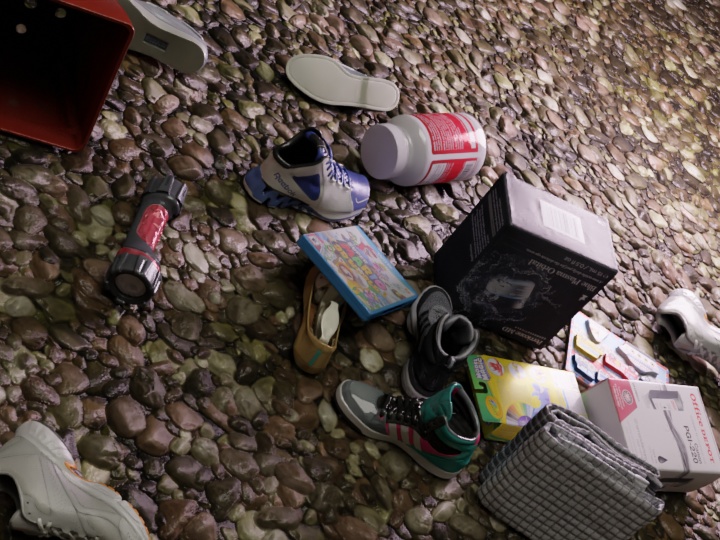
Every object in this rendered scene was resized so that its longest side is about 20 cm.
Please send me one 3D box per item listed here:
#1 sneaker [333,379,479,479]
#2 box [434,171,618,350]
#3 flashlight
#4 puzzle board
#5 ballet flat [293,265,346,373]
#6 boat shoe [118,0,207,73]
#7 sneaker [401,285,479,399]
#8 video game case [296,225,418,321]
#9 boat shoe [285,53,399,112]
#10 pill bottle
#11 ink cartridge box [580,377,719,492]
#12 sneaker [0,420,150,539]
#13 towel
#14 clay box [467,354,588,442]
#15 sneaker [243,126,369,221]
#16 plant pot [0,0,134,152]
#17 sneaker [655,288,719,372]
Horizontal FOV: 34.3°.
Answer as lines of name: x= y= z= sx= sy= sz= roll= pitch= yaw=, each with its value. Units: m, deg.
sneaker: x=0.073 y=0.180 z=1.489 sx=0.199 sy=0.121 sz=0.084 roll=31 pitch=40 yaw=-10
box: x=0.242 y=-0.010 z=1.737 sx=0.195 sy=0.200 sz=0.118 roll=22 pitch=42 yaw=-20
flashlight: x=-0.264 y=-0.043 z=1.472 sx=0.067 sy=0.068 sz=0.201 roll=28 pitch=42 yaw=-13
puzzle board: x=0.413 y=0.158 z=1.863 sx=0.199 sy=0.017 sz=0.151 roll=33 pitch=40 yaw=-10
ballet flat: x=-0.043 y=0.052 z=1.562 sx=0.068 sy=0.063 sz=0.201 roll=26 pitch=41 yaw=-17
boat shoe: x=-0.318 y=-0.361 z=1.736 sx=0.199 sy=0.070 sz=0.072 roll=28 pitch=23 yaw=-14
sneaker: x=0.118 y=0.082 z=1.616 sx=0.075 sy=0.114 sz=0.201 roll=27 pitch=45 yaw=-15
video game case: x=0.000 y=0.000 z=1.628 sx=0.143 sy=0.018 sz=0.200 roll=49 pitch=20 yaw=10
boat shoe: x=-0.036 y=-0.304 z=1.919 sx=0.198 sy=0.074 sz=0.062 roll=13 pitch=3 yaw=-20
pill bottle: x=0.099 y=-0.194 z=1.866 sx=0.199 sy=0.112 sz=0.113 roll=-9 pitch=59 yaw=-43
ink cartridge box: x=0.429 y=0.246 z=1.730 sx=0.198 sy=0.085 sz=0.147 roll=9 pitch=56 yaw=-34
sneaker: x=-0.301 y=0.249 z=1.178 sx=0.199 sy=0.076 sz=0.092 roll=39 pitch=46 yaw=11
towel: x=0.275 y=0.279 z=1.525 sx=0.199 sy=0.166 sz=0.086 roll=32 pitch=34 yaw=-10
clay box: x=0.232 y=0.190 z=1.665 sx=0.198 sy=0.048 sz=0.116 roll=12 pitch=47 yaw=-28
sneaker: x=-0.059 y=-0.141 z=1.688 sx=0.198 sy=0.115 sz=0.081 roll=6 pitch=51 yaw=-34
plant pot: x=-0.423 y=-0.306 z=1.504 sx=0.198 sy=0.201 sz=0.177 roll=15 pitch=35 yaw=-28
sneaker: x=0.577 y=0.127 z=1.978 sx=0.092 sy=0.076 sz=0.200 roll=-26 pitch=64 yaw=-41
